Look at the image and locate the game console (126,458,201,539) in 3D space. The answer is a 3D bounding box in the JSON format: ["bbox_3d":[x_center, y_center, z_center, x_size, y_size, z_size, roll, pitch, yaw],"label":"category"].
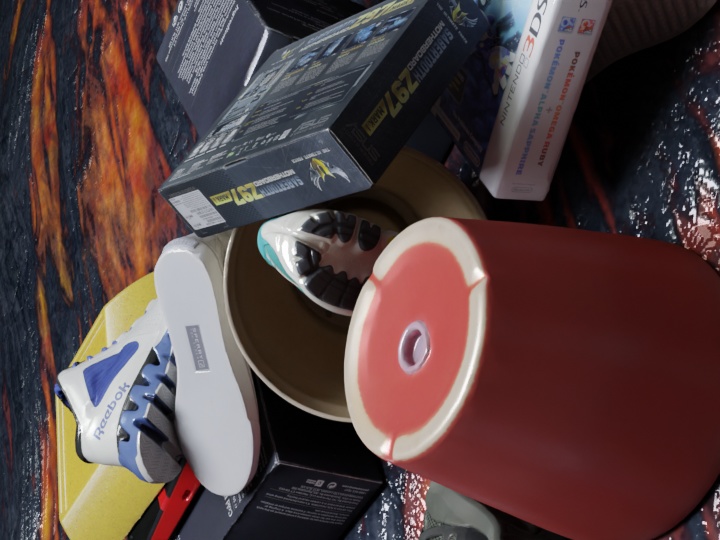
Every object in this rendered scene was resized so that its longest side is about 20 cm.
[{"bbox_3d":[-0.174,0.132,1.170,0.178,0.031,0.201,-63,31,29],"label":"game console"}]

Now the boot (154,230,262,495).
[{"bbox_3d":[-0.099,0.064,1.033,0.073,0.095,0.203,0,106,25],"label":"boot"}]

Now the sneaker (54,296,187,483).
[{"bbox_3d":[-0.183,0.075,1.071,0.114,0.081,0.201,-2,51,25],"label":"sneaker"}]

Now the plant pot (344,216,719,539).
[{"bbox_3d":[0.099,0.059,0.806,0.200,0.175,0.203,-30,53,50],"label":"plant pot"}]

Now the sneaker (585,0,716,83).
[{"bbox_3d":[0.160,-0.196,0.915,0.200,0.074,0.106,-29,58,55],"label":"sneaker"}]

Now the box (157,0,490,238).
[{"bbox_3d":[-0.027,-0.105,0.877,0.199,0.051,0.158,-12,36,50],"label":"box"}]

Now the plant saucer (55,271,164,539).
[{"bbox_3d":[-0.225,0.131,1.185,0.200,0.048,0.202,-52,39,41],"label":"plant saucer"}]

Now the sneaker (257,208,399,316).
[{"bbox_3d":[0.018,0.008,0.896,0.079,0.199,0.078,11,74,58],"label":"sneaker"}]

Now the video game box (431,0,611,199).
[{"bbox_3d":[0.094,-0.178,0.901,0.201,0.046,0.184,-120,40,-50],"label":"video game box"}]

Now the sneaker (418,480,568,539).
[{"bbox_3d":[0.086,0.214,0.854,0.199,0.075,0.116,28,104,66],"label":"sneaker"}]

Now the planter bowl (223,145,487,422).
[{"bbox_3d":[0.000,0.000,1.008,0.135,0.198,0.203,-100,29,-82],"label":"planter bowl"}]

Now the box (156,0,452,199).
[{"bbox_3d":[-0.046,-0.160,1.119,0.118,0.195,0.200,-62,33,20],"label":"box"}]

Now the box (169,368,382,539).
[{"bbox_3d":[-0.089,0.153,1.141,0.183,0.103,0.201,-54,36,31],"label":"box"}]
